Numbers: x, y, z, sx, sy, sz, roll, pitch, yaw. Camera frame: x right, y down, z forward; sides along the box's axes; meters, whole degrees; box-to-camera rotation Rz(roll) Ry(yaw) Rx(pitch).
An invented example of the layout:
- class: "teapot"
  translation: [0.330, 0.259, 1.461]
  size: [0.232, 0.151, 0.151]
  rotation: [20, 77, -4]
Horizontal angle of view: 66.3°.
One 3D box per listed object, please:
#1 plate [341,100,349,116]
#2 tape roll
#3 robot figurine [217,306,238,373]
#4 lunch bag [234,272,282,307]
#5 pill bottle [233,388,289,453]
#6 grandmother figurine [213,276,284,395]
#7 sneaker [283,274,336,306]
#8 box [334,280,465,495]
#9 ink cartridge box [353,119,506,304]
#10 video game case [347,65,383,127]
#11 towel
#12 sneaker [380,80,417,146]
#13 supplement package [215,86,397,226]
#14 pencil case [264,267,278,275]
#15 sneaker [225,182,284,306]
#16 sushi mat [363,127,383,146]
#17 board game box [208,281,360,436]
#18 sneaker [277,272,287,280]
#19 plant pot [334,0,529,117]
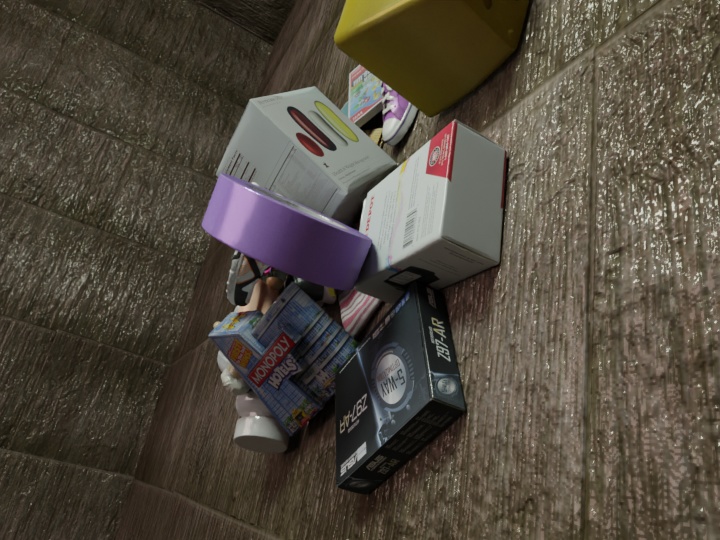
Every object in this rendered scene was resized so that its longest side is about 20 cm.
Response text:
- class: "plate"
  translation: [-0.044, -0.269, 1.180]
  size: [0.201, 0.025, 0.203]
  rotation: [-50, 28, 40]
- class: "tape roll"
  translation: [-0.086, -0.047, 0.664]
  size: [0.067, 0.196, 0.200]
  rotation: [-66, 22, 5]
- class: "robot figurine"
  translation: [-0.233, 0.152, 1.169]
  size: [0.167, 0.112, 0.204]
  rotation: [21, 90, 35]
- class: "lunch bag"
  translation: [-0.221, -0.025, 1.235]
  size: [0.201, 0.114, 0.167]
  rotation: [109, 169, -57]
- class: "pill bottle"
  translation: [-0.153, 0.197, 0.944]
  size: [0.109, 0.108, 0.204]
  rotation: [-41, 34, 48]
- class: "grandmother figurine"
  translation: [-0.186, 0.106, 0.908]
  size: [0.061, 0.118, 0.204]
  rotation: [76, -161, -58]
- class: "sneaker"
  translation: [-0.097, 0.023, 0.967]
  size: [0.200, 0.082, 0.077]
  rotation: [155, 120, -72]
- class: "box"
  translation: [0.035, 0.138, 0.643]
  size: [0.201, 0.043, 0.163]
  rotation: [-52, 27, 36]
- class: "ink cartridge box"
  translation: [0.076, -0.058, 0.664]
  size: [0.199, 0.081, 0.149]
  rotation: [-31, 45, 57]
- class: "video game case"
  translation: [0.031, -0.376, 1.090]
  size: [0.142, 0.017, 0.203]
  rotation: [-32, 40, 30]
- class: "towel"
  translation: [0.000, 0.000, 0.867]
  size: [0.148, 0.029, 0.202]
  rotation: [-59, 24, 26]
- class: "sneaker"
  translation: [0.047, -0.320, 0.931]
  size: [0.072, 0.112, 0.205]
  rotation: [-7, 65, 63]
- class: "supplement package"
  translation: [-0.082, -0.164, 0.887]
  size: [0.148, 0.200, 0.191]
  rotation: [-51, -6, 35]
- class: "pencil case"
  translation: [-0.108, -0.048, 0.939]
  size: [0.087, 0.198, 0.091]
  rotation: [9, 106, 33]
- class: "sneaker"
  translation: [-0.148, -0.024, 0.807]
  size: [0.074, 0.078, 0.203]
  rotation: [-90, 17, -55]
- class: "sushi mat"
  translation: [-0.001, -0.235, 1.099]
  size: [0.098, 0.012, 0.200]
  rotation: [-69, 21, 5]
- class: "board game box"
  translation: [-0.119, 0.120, 0.813]
  size: [0.201, 0.199, 0.062]
  rotation: [-49, 0, 40]
- class: "sneaker"
  translation: [-0.113, -0.026, 1.095]
  size: [0.202, 0.073, 0.089]
  rotation: [-56, 23, 30]
- class: "plant pot"
  translation: [0.112, -0.357, 0.725]
  size: [0.175, 0.197, 0.205]
  rotation: [1, 70, 55]
